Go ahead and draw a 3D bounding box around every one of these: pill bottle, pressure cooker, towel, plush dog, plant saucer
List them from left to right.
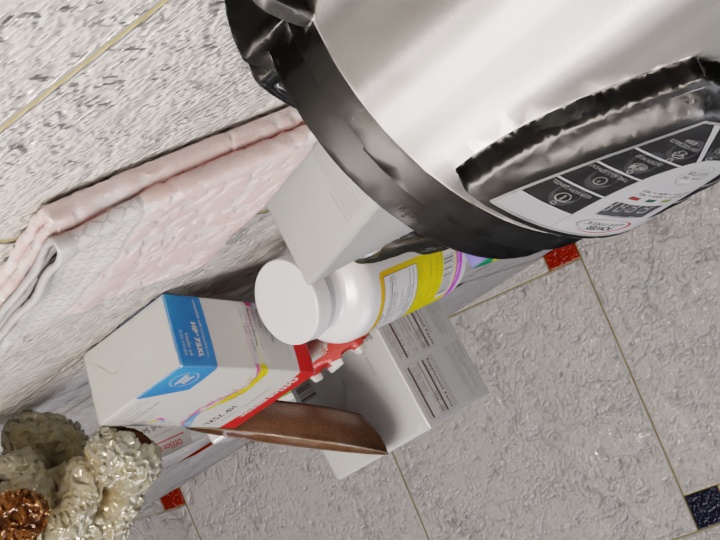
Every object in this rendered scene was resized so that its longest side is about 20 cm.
[{"bbox_3d":[-0.284,0.205,1.253,0.170,0.163,0.199,6,178,-42],"label":"plush dog"},{"bbox_3d":[-0.131,-0.020,0.879,0.190,0.032,0.200,-26,173,-34],"label":"towel"},{"bbox_3d":[-0.069,0.149,1.422,0.197,0.037,0.200,7,172,1],"label":"plant saucer"},{"bbox_3d":[0.000,0.000,1.285,0.199,0.105,0.104,-22,170,-47],"label":"pill bottle"},{"bbox_3d":[0.062,-0.103,0.489,0.199,0.176,0.179,-34,-164,41],"label":"pressure cooker"}]

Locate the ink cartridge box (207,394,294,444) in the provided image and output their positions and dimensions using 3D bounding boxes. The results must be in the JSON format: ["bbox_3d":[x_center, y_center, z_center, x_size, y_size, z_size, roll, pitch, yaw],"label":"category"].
[{"bbox_3d":[-0.114,0.138,1.898,0.198,0.085,0.146,-31,174,2],"label":"ink cartridge box"}]

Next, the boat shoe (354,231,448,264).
[{"bbox_3d":[0.055,-0.056,1.222,0.075,0.075,0.199,-23,172,33],"label":"boat shoe"}]

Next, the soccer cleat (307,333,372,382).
[{"bbox_3d":[-0.013,0.028,1.385,0.200,0.085,0.069,-44,-176,-39],"label":"soccer cleat"}]

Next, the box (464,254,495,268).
[{"bbox_3d":[0.134,-0.099,1.075,0.199,0.118,0.048,-36,168,36],"label":"box"}]

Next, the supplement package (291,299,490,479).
[{"bbox_3d":[0.008,0.084,1.521,0.110,0.202,0.155,-22,171,-47],"label":"supplement package"}]

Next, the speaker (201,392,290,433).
[{"bbox_3d":[-0.121,0.119,1.733,0.199,0.089,0.088,-25,172,-40],"label":"speaker"}]

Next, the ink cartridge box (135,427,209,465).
[{"bbox_3d":[-0.299,0.241,1.923,0.199,0.068,0.117,-34,172,35],"label":"ink cartridge box"}]

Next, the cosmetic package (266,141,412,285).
[{"bbox_3d":[0.016,-0.072,0.931,0.112,0.082,0.200,-27,174,-23],"label":"cosmetic package"}]

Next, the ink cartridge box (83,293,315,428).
[{"bbox_3d":[-0.123,0.082,1.269,0.116,0.068,0.199,-35,153,34],"label":"ink cartridge box"}]
